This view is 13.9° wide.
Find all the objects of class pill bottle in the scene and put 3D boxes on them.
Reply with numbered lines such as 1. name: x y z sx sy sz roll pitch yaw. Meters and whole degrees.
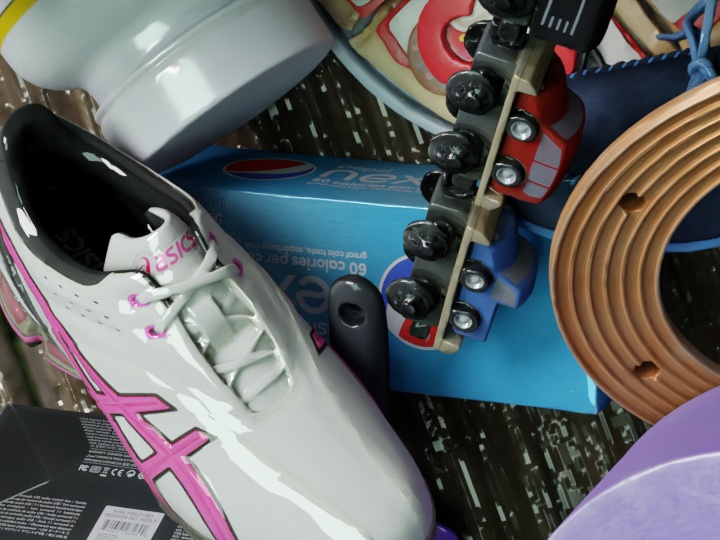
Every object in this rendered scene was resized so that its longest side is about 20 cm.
1. pill bottle: -0.098 -0.137 1.019 0.112 0.112 0.201 -36 86 27

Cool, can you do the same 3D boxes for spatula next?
1. spatula: 0.005 0.068 1.031 0.056 0.021 0.201 14 144 15

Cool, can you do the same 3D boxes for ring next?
1. ring: 0.158 -0.005 0.931 0.199 0.019 0.201 1 141 1

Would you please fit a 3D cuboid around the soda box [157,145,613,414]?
1. soda box: 0.000 0.000 1.039 0.199 0.064 0.068 6 106 23

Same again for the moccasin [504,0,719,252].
1. moccasin: 0.135 -0.057 0.944 0.199 0.081 0.068 -8 144 9

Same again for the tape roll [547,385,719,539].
1. tape roll: 0.147 0.137 0.939 0.199 0.085 0.201 7 108 23

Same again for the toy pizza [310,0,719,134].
1. toy pizza: 0.054 -0.134 0.998 0.199 0.032 0.202 7 106 23

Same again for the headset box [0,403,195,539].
1. headset box: -0.054 0.151 1.065 0.148 0.075 0.201 5 132 24

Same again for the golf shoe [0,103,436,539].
1. golf shoe: -0.056 0.027 0.958 0.200 0.073 0.092 40 160 23

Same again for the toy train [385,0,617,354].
1. toy train: 0.047 -0.046 0.911 0.046 0.034 0.201 18 136 2
